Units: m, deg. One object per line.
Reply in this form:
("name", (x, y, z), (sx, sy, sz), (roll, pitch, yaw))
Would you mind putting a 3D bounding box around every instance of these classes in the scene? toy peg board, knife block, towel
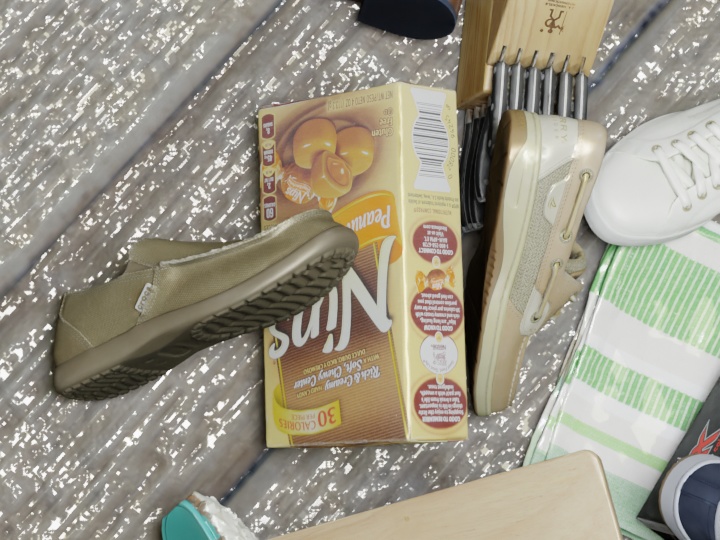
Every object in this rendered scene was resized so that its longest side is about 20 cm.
("toy peg board", (0.066, 0.225, 1.215), (0.199, 0.098, 0.200), (-17, 78, 9))
("knife block", (0.094, -0.127, 1.327), (0.064, 0.176, 0.201), (8, 38, -12))
("towel", (0.196, 0.068, 1.341), (0.152, 0.023, 0.201), (23, 80, -10))

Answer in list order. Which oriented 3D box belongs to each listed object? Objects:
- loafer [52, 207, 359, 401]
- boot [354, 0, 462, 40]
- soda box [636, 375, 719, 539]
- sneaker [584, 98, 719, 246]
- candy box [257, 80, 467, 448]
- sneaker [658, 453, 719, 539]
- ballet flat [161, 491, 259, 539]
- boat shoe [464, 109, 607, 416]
("loafer", (-0.095, 0.008, 1.225), (0.199, 0.076, 0.068), (-25, 74, 16))
("boot", (-0.024, -0.218, 1.308), (0.199, 0.075, 0.097), (24, 62, -10))
("soda box", (0.251, 0.084, 1.304), (0.063, 0.071, 0.201), (36, 78, -18))
("sneaker", (0.224, -0.080, 1.319), (0.199, 0.085, 0.073), (-25, 79, -20))
("candy box", (0.000, 0.000, 1.253), (0.055, 0.115, 0.202), (5, 81, -46))
("sneaker", (0.266, 0.173, 1.217), (0.199, 0.108, 0.070), (32, 84, -21))
("ballet flat", (-0.054, 0.217, 1.258), (0.071, 0.072, 0.201), (-20, 91, -13))
("boat shoe", (0.099, 0.001, 1.257), (0.064, 0.072, 0.201), (4, 122, -6))
